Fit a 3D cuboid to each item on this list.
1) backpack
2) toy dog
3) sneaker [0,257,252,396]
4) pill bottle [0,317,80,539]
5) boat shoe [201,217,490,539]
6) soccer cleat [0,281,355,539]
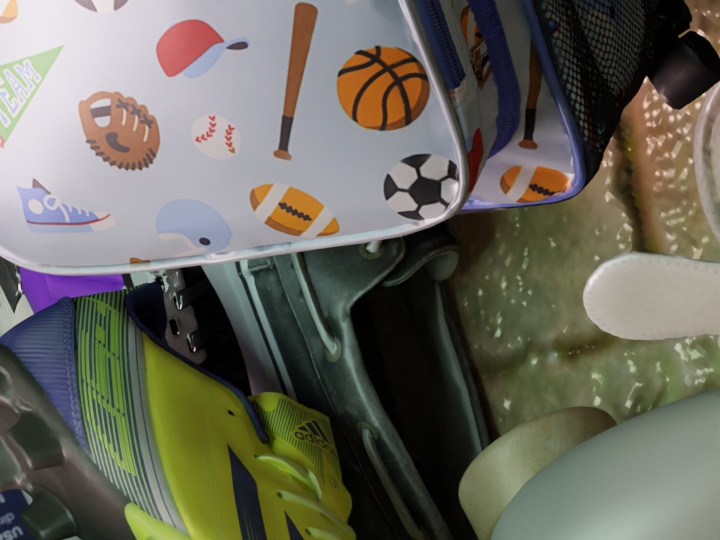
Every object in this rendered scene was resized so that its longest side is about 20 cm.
[{"bbox_3d":[-0.033,-0.098,0.708,0.199,0.154,0.191,-9,109,19],"label":"backpack"},{"bbox_3d":[0.081,0.048,0.725,0.132,0.096,0.201,41,120,35],"label":"toy dog"},{"bbox_3d":[-0.057,0.011,0.879,0.200,0.069,0.100,56,128,26],"label":"sneaker"},{"bbox_3d":[-0.124,0.090,0.920,0.116,0.115,0.200,-52,57,34],"label":"pill bottle"},{"bbox_3d":[0.000,0.000,0.834,0.071,0.072,0.201,-15,92,37],"label":"boat shoe"},{"bbox_3d":[-0.027,0.070,0.768,0.200,0.084,0.065,42,150,33],"label":"soccer cleat"}]
